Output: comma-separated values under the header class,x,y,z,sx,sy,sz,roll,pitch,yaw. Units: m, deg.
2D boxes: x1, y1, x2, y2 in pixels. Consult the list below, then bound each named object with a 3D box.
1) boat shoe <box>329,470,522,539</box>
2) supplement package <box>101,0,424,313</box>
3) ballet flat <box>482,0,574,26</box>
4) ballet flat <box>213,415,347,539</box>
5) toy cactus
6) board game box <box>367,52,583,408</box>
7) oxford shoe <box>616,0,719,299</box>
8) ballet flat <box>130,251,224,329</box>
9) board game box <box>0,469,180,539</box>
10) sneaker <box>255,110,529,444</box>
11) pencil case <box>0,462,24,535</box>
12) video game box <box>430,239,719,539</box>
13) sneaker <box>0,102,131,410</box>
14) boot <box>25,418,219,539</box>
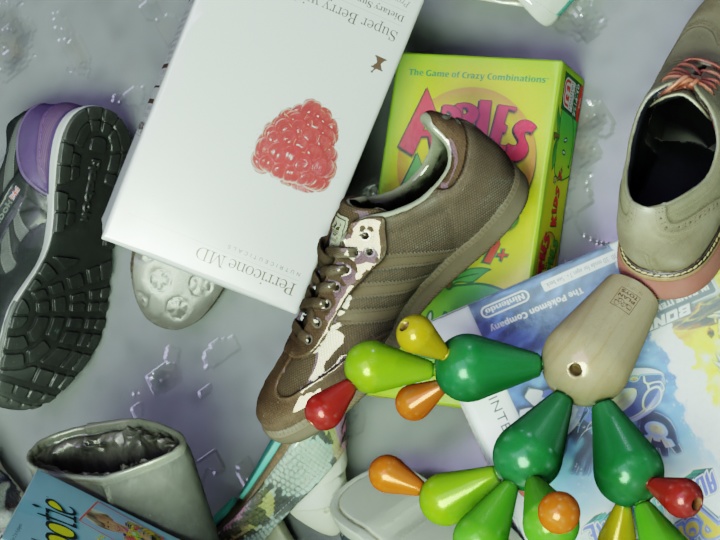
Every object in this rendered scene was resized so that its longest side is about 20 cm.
class,x,y,z,sx,sy,sz,roll,pitch,yaw
boat shoe,0.045,0.167,0.860,0.075,0.062,0.200,-35,26,-18
supplement package,-0.059,-0.093,0.940,0.121,0.120,0.200,21,92,-10
ballet flat,0.047,-0.204,0.969,0.200,0.069,0.070,32,96,24
ballet flat,-0.053,0.148,0.960,0.071,0.069,0.200,38,106,-1
toy cactus,0.089,0.067,0.793,0.200,0.102,0.165,27,67,24
board game box,0.061,-0.021,0.938,0.101,0.048,0.200,6,85,25
oxford shoe,0.181,-0.083,0.847,0.070,0.075,0.200,7,56,21
ballet flat,-0.100,-0.062,1.022,0.067,0.046,0.200,10,92,-9
board game box,-0.103,0.202,0.816,0.200,0.105,0.103,28,100,-6
sneaker,0.000,0.000,0.880,0.200,0.076,0.070,-48,23,-3
pencil case,-0.244,0.164,1.024,0.078,0.089,0.200,-43,69,12
video game box,0.160,0.072,0.846,0.200,0.047,0.182,-24,72,-2
sneaker,-0.211,-0.010,1.056,0.087,0.076,0.200,10,82,39
boot,-0.080,0.176,0.903,0.182,0.073,0.200,-4,110,13
